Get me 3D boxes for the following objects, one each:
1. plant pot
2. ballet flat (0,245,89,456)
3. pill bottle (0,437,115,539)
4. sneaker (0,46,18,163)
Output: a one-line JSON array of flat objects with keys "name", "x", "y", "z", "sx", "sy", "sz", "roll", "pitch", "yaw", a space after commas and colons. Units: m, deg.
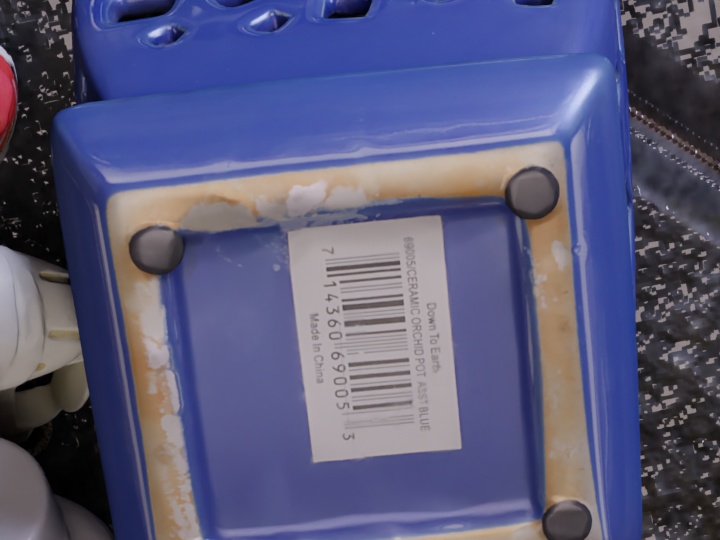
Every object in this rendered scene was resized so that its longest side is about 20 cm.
[{"name": "plant pot", "x": 0.000, "y": 0.000, "z": 0.691, "sx": 0.199, "sy": 0.180, "sz": 0.201, "roll": -5, "pitch": 111, "yaw": 2}, {"name": "ballet flat", "x": -0.130, "y": 0.027, "z": 0.711, "sx": 0.075, "sy": 0.200, "sz": 0.068, "roll": -3, "pitch": 71, "yaw": -8}, {"name": "pill bottle", "x": -0.122, "y": 0.154, "z": 0.720, "sx": 0.109, "sy": 0.109, "sz": 0.201, "roll": -10, "pitch": 129, "yaw": 3}, {"name": "sneaker", "x": -0.198, "y": -0.012, "z": 0.705, "sx": 0.077, "sy": 0.085, "sz": 0.200, "roll": 45, "pitch": 81, "yaw": -13}]
